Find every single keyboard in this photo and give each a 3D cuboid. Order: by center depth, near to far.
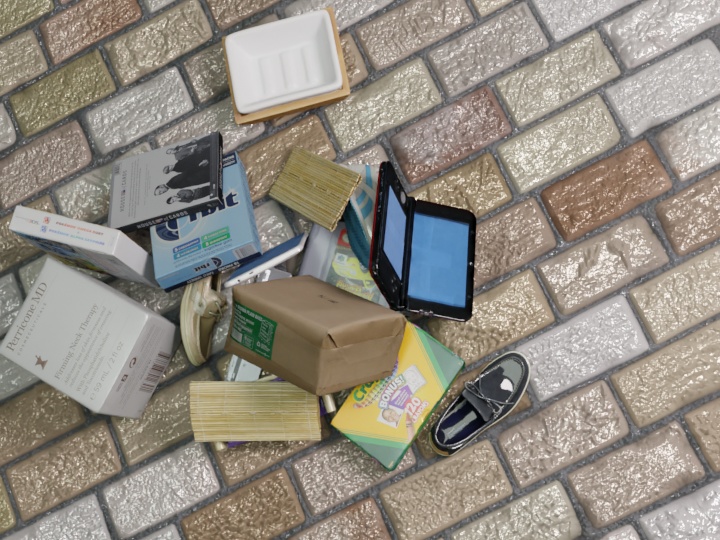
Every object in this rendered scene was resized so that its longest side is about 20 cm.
[{"bbox_3d":[-0.167,0.094,1.509,0.055,0.011,0.204,16,82,6],"label":"keyboard"}]

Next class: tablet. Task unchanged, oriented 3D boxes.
[{"bbox_3d":[-0.141,-0.018,1.433,0.128,0.200,0.014,-26,97,3],"label":"tablet"}]

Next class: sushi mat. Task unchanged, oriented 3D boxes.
[{"bbox_3d":[-0.158,0.211,1.393,0.196,0.012,0.098,0,108,0],"label":"sushi mat"},{"bbox_3d":[-0.074,-0.132,1.468,0.199,0.012,0.097,31,89,50],"label":"sushi mat"}]

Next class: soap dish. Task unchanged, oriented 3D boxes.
[{"bbox_3d":[-0.122,-0.335,1.547,0.196,0.081,0.160,-14,77,6],"label":"soap dish"}]

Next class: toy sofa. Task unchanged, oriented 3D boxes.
[{"bbox_3d":[-0.140,0.208,1.433,0.197,0.098,0.084,-19,83,5],"label":"toy sofa"}]

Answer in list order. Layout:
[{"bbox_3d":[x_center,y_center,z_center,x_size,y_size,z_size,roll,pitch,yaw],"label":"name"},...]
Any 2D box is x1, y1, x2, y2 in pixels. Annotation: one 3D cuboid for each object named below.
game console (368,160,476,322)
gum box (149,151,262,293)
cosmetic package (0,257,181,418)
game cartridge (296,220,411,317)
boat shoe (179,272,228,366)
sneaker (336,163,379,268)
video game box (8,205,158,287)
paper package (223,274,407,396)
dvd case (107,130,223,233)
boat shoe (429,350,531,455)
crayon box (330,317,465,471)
[{"bbox_3d":[0.097,-0.045,1.396,0.116,0.173,0.203,-6,57,19],"label":"game console"},{"bbox_3d":[-0.256,-0.081,1.499,0.167,0.045,0.202,-20,52,6],"label":"gum box"},{"bbox_3d":[-0.418,0.111,1.464,0.197,0.166,0.170,26,84,14],"label":"cosmetic package"},{"bbox_3d":[0.000,0.000,1.487,0.196,0.041,0.136,15,86,12],"label":"game cartridge"},{"bbox_3d":[-0.249,0.051,1.499,0.064,0.072,0.204,-3,73,9],"label":"boat shoe"},{"bbox_3d":[0.015,-0.092,1.454,0.079,0.077,0.203,-4,55,-16],"label":"sneaker"},{"bbox_3d":[-0.430,-0.035,1.478,0.179,0.200,0.048,11,77,10],"label":"video game box"},{"bbox_3d":[-0.068,0.090,1.361,0.198,0.189,0.105,22,107,35],"label":"paper package"},{"bbox_3d":[-0.319,-0.143,1.522,0.196,0.025,0.152,-15,53,12],"label":"dvd case"},{"bbox_3d":[0.182,0.202,1.405,0.200,0.062,0.075,-43,74,-2],"label":"boat shoe"},{"bbox_3d":[0.059,0.190,1.427,0.118,0.058,0.201,34,86,14],"label":"crayon box"}]
